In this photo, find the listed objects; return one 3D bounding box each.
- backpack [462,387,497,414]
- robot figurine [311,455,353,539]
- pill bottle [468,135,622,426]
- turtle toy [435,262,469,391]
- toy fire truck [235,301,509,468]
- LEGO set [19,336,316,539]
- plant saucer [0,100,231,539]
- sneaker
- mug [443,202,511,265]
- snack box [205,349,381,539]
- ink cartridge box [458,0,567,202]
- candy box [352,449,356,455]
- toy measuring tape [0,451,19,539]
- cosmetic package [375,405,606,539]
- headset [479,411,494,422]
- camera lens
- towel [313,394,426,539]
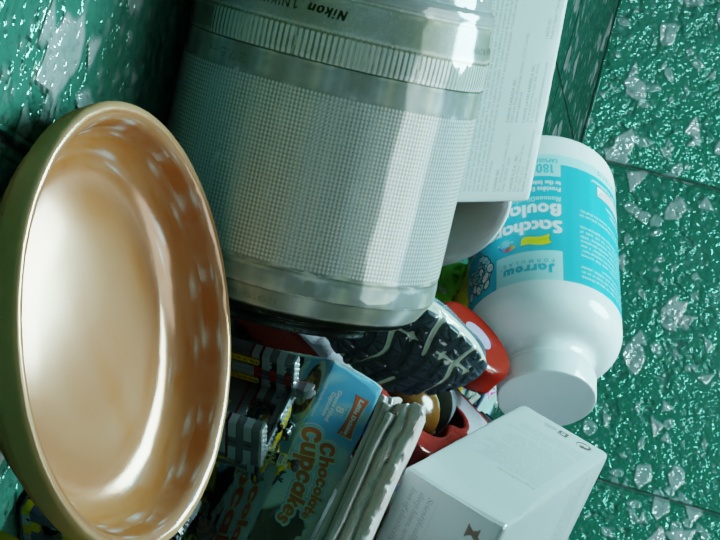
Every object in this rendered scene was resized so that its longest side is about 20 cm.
[{"bbox_3d":[0.025,0.101,1.553,0.201,0.166,0.127,-59,160,-14],"label":"backpack"},{"bbox_3d":[-0.069,0.166,1.222,0.170,0.112,0.201,56,45,-41],"label":"robot figurine"},{"bbox_3d":[0.131,0.010,1.384,0.111,0.110,0.201,91,1,-52],"label":"pill bottle"},{"bbox_3d":[0.007,0.053,1.444,0.201,0.145,0.101,-68,-170,-28],"label":"turtle toy"},{"bbox_3d":[0.002,0.062,1.262,0.112,0.200,0.168,-42,178,22],"label":"toy fire truck"},{"bbox_3d":[-0.094,0.124,1.020,0.200,0.115,0.155,-61,162,-52],"label":"LEGO set"},{"bbox_3d":[-0.116,0.026,0.866,0.200,0.037,0.202,-3,90,-69],"label":"plant saucer"},{"bbox_3d":[0.000,0.000,1.178,0.078,0.199,0.087,-40,-154,41],"label":"sneaker"},{"bbox_3d":[0.049,-0.119,1.365,0.154,0.148,0.187,-74,-173,-49],"label":"mug"},{"bbox_3d":[-0.063,0.143,1.090,0.201,0.037,0.116,-64,-162,-8],"label":"snack box"},{"bbox_3d":[0.024,-0.123,1.214,0.050,0.198,0.163,-122,-143,-59],"label":"ink cartridge box"},{"bbox_3d":[-0.017,0.228,1.345,0.201,0.077,0.169,-64,-148,16],"label":"candy box"},{"bbox_3d":[-0.154,0.123,0.848,0.200,0.073,0.074,-62,163,-48],"label":"toy measuring tape"},{"bbox_3d":[0.074,0.156,1.176,0.200,0.074,0.102,-12,128,-65],"label":"cosmetic package"},{"bbox_3d":[0.073,0.161,1.412,0.123,0.094,0.200,-43,168,-21],"label":"headset"},{"bbox_3d":[-0.021,-0.075,1.015,0.160,0.159,0.202,-26,130,-76],"label":"camera lens"},{"bbox_3d":[-0.015,0.164,1.077,0.191,0.032,0.201,78,37,-82],"label":"towel"}]
